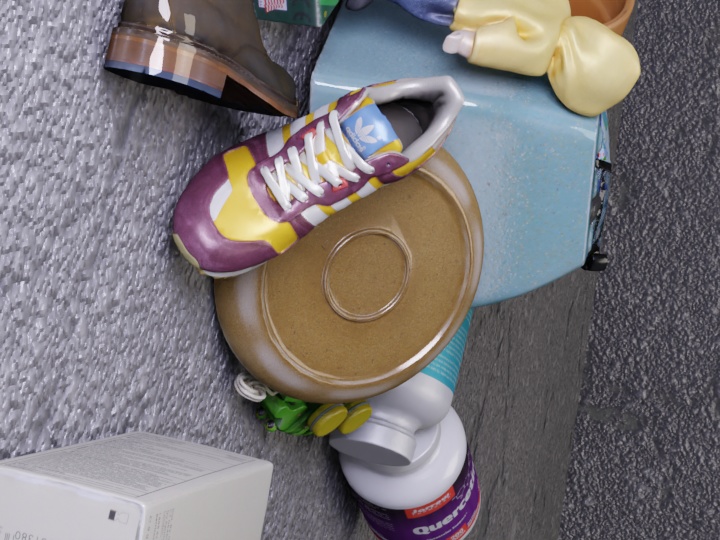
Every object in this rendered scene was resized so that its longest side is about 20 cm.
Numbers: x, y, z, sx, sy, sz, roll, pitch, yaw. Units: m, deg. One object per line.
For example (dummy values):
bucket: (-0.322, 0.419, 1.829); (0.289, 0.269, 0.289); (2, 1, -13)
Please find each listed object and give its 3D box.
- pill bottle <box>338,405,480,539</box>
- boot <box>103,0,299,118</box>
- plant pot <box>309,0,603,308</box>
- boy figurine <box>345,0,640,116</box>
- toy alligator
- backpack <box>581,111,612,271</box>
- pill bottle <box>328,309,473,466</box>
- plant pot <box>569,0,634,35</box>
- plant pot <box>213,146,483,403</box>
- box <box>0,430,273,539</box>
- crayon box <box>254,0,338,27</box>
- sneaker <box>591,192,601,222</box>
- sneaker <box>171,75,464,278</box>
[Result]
pill bottle: (0.044, 0.175, 1.500); (0.200, 0.112, 0.113); (70, 33, -62)
boot: (-0.072, -0.141, 0.943); (0.200, 0.074, 0.097); (5, 97, -73)
plant pot: (0.077, -0.087, 1.240); (0.196, 0.199, 0.197); (-71, 165, -56)
boy figurine: (0.096, -0.173, 1.146); (0.125, 0.199, 0.065); (-69, -175, -49)
toy alligator: (-0.049, 0.098, 1.232); (0.054, 0.059, 0.200); (-47, 158, 18)
backpack: (0.140, -0.105, 1.551); (0.147, 0.182, 0.201); (3, 93, -76)
pill bottle: (0.031, 0.054, 1.381); (0.111, 0.110, 0.201); (63, 38, -66)
plant pot: (0.113, -0.190, 1.400); (0.200, 0.199, 0.140); (-60, 167, -52)
plant pot: (0.000, 0.000, 1.124); (0.027, 0.199, 0.201); (-144, -125, -59)
box: (-0.123, 0.138, 0.892); (0.200, 0.095, 0.078); (4, 97, -74)
crayon box: (-0.020, -0.264, 1.108); (0.200, 0.051, 0.127); (-64, 158, -48)
sneaker: (0.103, -0.070, 1.423); (0.091, 0.199, 0.076); (72, 33, -42)
sneaker: (-0.025, -0.067, 1.015); (0.200, 0.075, 0.090); (-34, 179, -33)
